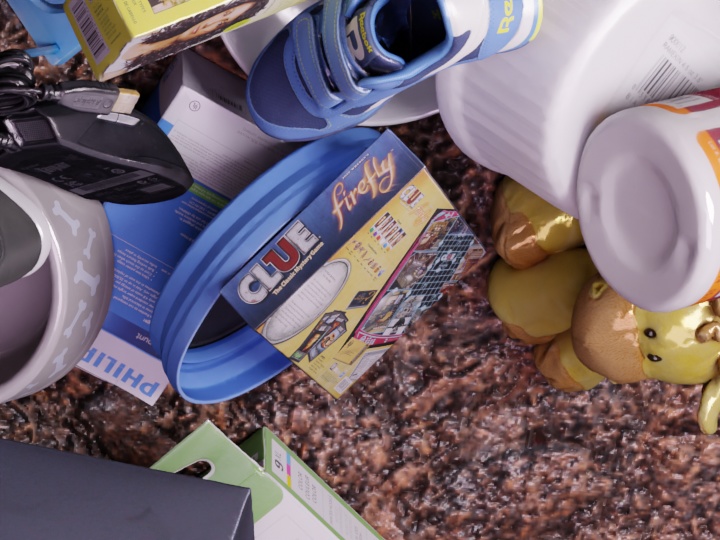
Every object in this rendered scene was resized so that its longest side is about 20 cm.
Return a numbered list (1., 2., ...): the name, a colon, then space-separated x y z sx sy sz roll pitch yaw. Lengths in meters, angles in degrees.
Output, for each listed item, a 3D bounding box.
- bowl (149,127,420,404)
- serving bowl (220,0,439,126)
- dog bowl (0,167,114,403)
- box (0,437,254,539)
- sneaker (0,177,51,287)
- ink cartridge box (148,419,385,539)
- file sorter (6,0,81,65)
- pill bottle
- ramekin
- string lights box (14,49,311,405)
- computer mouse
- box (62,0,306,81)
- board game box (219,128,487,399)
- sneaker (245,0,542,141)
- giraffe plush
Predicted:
1. bowl: -0.045 -0.004 1.722 0.039 0.200 0.201 45 113 19
2. serving bowl: 0.007 -0.188 1.676 0.199 0.066 0.201 -2 121 -4
3. dog bowl: -0.250 -0.005 1.725 0.199 0.059 0.201 4 108 12
4. box: -0.170 0.221 1.810 0.195 0.118 0.201 11 139 10
5. sneaker: -0.278 -0.045 1.635 0.199 0.099 0.071 30 114 5
6. ink cartridge box: -0.070 0.174 1.881 0.104 0.059 0.200 -38 116 17
7. file sorter: -0.154 -0.223 1.576 0.200 0.123 0.139 -36 86 19
8. pill bottle: 0.229 -0.051 1.621 0.199 0.114 0.115 -14 126 -34
9. ramekin: 0.150 -0.123 1.656 0.200 0.098 0.201 -23 134 -26
10. string lights box: -0.119 -0.025 1.763 0.102 0.059 0.200 29 114 -19
11. computer mouse: -0.158 -0.088 1.618 0.199 0.046 0.140 15 159 -40
12. box: -0.057 -0.166 1.550 0.199 0.075 0.050 -25 85 -24
13. board game box: 0.000 0.000 1.709 0.135 0.200 0.035 -44 71 -1
14. sneaker: 0.003 -0.127 1.597 0.199 0.082 0.074 -25 86 36
15. giraffe plush: 0.180 0.017 1.752 0.199 0.162 0.173 -31 118 13
